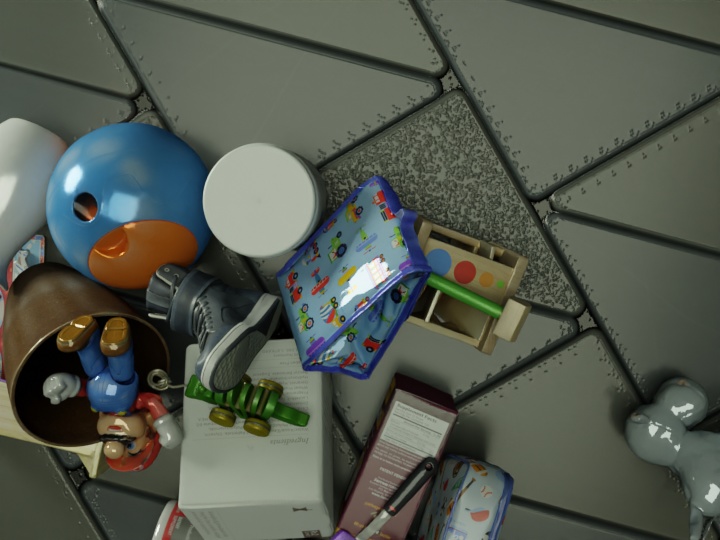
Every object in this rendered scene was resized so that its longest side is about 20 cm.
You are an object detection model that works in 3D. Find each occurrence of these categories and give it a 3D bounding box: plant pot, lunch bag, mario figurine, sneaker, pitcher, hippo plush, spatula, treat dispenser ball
[{"bbox_3d":[-0.357,0.078,1.255,0.187,0.200,0.187,-19,130,-24],"label":"plant pot"},{"bbox_3d":[0.121,0.308,1.261,0.075,0.200,0.161,17,82,-1],"label":"lunch bag"},{"bbox_3d":[-0.273,0.153,1.145,0.106,0.123,0.200,-32,130,-28],"label":"mario figurine"},{"bbox_3d":[-0.183,0.060,1.145,0.146,0.202,0.077,20,110,5],"label":"sneaker"},{"bbox_3d":[-0.457,-0.084,1.291,0.171,0.121,0.200,8,71,43],"label":"pitcher"},{"bbox_3d":[0.410,0.228,1.290,0.161,0.159,0.200,37,79,29],"label":"hippo plush"},{"bbox_3d":[0.023,0.300,1.239,0.057,0.021,0.200,43,94,0],"label":"spatula"},{"bbox_3d":[0.000,0.000,1.170,0.094,0.151,0.200,12,130,-32],"label":"lunch bag"},{"bbox_3d":[-0.274,-0.077,1.243,0.200,0.201,0.201,0,94,2],"label":"treat dispenser ball"}]

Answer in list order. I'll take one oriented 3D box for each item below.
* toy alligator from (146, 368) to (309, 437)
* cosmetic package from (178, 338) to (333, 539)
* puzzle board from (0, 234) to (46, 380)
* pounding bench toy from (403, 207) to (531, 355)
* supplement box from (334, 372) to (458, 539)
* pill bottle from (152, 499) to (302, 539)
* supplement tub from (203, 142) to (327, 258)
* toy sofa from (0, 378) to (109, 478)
[{"bbox_3d":[-0.155,0.137,1.155,0.200,0.054,0.059,14,65,11],"label":"toy alligator"},{"bbox_3d":[-0.118,0.206,1.241,0.165,0.165,0.200,-3,62,3],"label":"cosmetic package"},{"bbox_3d":[-0.491,0.049,1.354,0.150,0.017,0.200,3,94,2],"label":"puzzle board"},{"bbox_3d":[0.101,0.014,1.220,0.156,0.200,0.124,20,95,-13],"label":"pounding bench toy"},{"bbox_3d":[0.045,0.242,1.300,0.086,0.110,0.200,22,95,0],"label":"supplement box"},{"bbox_3d":[-0.163,0.370,1.317,0.200,0.114,0.114,14,95,1],"label":"pill bottle"},{"bbox_3d":[-0.109,-0.083,1.236,0.132,0.200,0.132,0,95,2],"label":"supplement tub"},{"bbox_3d":[-0.410,0.192,1.329,0.200,0.083,0.098,12,90,1],"label":"toy sofa"}]
